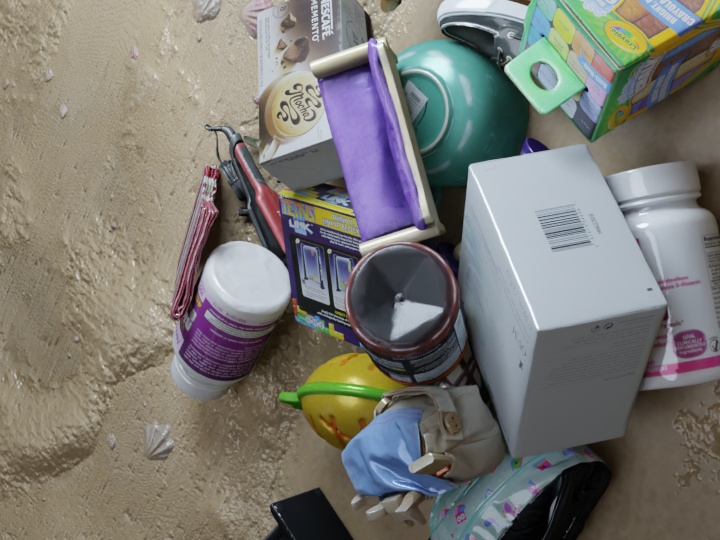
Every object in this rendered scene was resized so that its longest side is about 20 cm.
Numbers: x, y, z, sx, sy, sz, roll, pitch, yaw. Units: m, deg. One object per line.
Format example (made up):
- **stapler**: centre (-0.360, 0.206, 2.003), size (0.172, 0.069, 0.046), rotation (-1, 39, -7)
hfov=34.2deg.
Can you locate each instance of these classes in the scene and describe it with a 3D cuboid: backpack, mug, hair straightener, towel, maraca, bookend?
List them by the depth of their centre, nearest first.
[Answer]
- **backpack**: centre (0.158, 0.242, 1.200), size (0.127, 0.166, 0.201), rotation (43, 111, 30)
- **mug**: centre (0.087, -0.149, 1.237), size (0.151, 0.114, 0.187), rotation (-5, 91, 36)
- **maraca**: centre (-0.011, 0.149, 1.311), size (0.199, 0.136, 0.108), rotation (-17, 56, 59)
- **bookend**: centre (-0.077, 0.408, 1.420), size (0.199, 0.092, 0.201), rotation (-48, 66, 29)
- **towel**: centre (-0.201, -0.041, 1.437), size (0.023, 0.200, 0.145), rotation (16, 108, -11)
- **hair straightener**: centre (-0.143, -0.092, 1.445), size (0.201, 0.041, 0.077), rotation (58, 138, 6)

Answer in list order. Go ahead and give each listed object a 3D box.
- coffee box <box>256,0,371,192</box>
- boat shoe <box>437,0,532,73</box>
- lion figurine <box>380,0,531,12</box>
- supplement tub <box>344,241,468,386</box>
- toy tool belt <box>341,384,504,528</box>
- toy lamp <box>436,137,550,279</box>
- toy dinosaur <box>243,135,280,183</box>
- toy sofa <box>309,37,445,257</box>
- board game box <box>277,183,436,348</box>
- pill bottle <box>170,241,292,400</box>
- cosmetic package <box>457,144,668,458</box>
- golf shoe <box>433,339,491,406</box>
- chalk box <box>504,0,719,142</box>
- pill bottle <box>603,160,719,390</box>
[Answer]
- **coffee box**: centre (-0.048, -0.204, 1.300), size (0.112, 0.080, 0.202), rotation (-15, 62, 25)
- **boat shoe**: centre (0.166, -0.222, 1.167), size (0.198, 0.069, 0.057), rotation (17, 76, 13)
- **lion figurine**: centre (0.111, -0.301, 1.202), size (0.198, 0.122, 0.073), rotation (7, 98, 35)
- **supplement tub**: centre (0.049, 0.050, 1.124), size (0.106, 0.200, 0.108), rotation (-2, 73, 8)
- **toy tool belt**: centre (0.037, 0.185, 1.142), size (0.199, 0.122, 0.126), rotation (-32, 87, 46)
- **toy lamp**: centre (0.136, -0.048, 1.248), size (0.058, 0.058, 0.200), rotation (51, 119, 21)
- **toy dinosaur**: centre (-0.064, -0.148, 1.391), size (0.199, 0.047, 0.089), rotation (-18, 66, 38)
- **toy sofa**: centre (0.015, -0.119, 1.149), size (0.082, 0.098, 0.202), rotation (-16, 85, 11)
- **board game box**: centre (0.000, 0.000, 1.304), size (0.199, 0.056, 0.167), rotation (19, 124, 42)
- **pill bottle**: centre (-0.165, 0.068, 1.431), size (0.113, 0.112, 0.201), rotation (51, 134, 21)
- **cosmetic package**: centre (0.175, 0.030, 1.092), size (0.201, 0.122, 0.201), rotation (89, 168, -49)
- **golf shoe**: centre (0.121, 0.125, 1.263), size (0.087, 0.077, 0.202), rotation (14, 103, 27)
- **chalk box**: centre (0.227, -0.214, 1.062), size (0.125, 0.199, 0.124), rotation (54, 164, 19)
- **pill bottle**: centre (0.286, 0.005, 1.106), size (0.113, 0.113, 0.202), rotation (-12, 87, 36)
